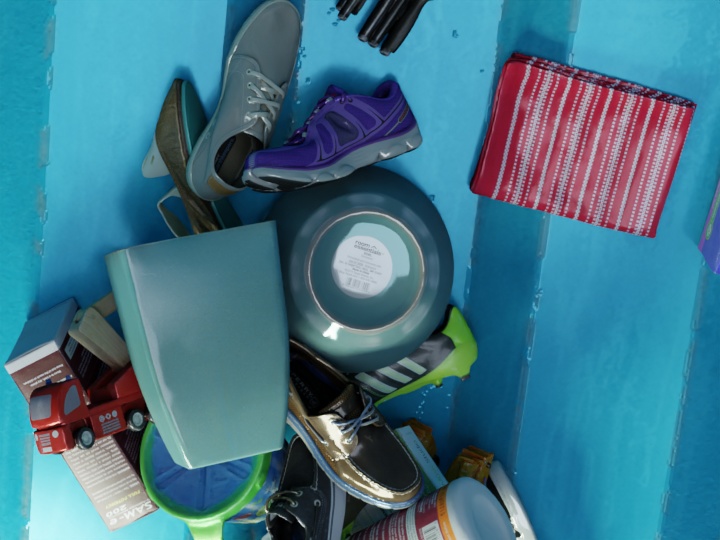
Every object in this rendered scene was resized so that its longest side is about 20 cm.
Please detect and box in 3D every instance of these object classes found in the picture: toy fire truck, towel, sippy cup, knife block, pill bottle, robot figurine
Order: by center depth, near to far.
[{"bbox_3d":[0.067,-0.292,1.628,0.198,0.064,0.178,-12,109,0],"label":"knife block"},{"bbox_3d":[-0.233,0.082,1.655,0.048,0.199,0.143,-13,92,41],"label":"toy fire truck"},{"bbox_3d":[0.043,0.285,1.671,0.199,0.110,0.110,-31,108,23],"label":"pill bottle"},{"bbox_3d":[0.215,-0.119,1.718,0.198,0.023,0.146,14,108,-8],"label":"towel"},{"bbox_3d":[-0.128,0.189,1.728,0.139,0.130,0.179,28,85,28],"label":"sippy cup"},{"bbox_3d":[0.058,0.262,1.792,0.144,0.058,0.202,21,103,23],"label":"robot figurine"}]

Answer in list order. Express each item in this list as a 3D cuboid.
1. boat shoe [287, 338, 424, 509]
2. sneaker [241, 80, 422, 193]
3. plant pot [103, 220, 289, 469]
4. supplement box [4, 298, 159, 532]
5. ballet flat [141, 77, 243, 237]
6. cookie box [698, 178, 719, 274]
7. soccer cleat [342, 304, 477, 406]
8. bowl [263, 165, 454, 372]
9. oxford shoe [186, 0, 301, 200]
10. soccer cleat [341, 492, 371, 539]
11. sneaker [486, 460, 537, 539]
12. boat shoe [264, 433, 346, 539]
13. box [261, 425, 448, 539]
[{"bbox_3d":[-0.019,0.142,1.653,0.199,0.073,0.072,39,61,16],"label":"boat shoe"},{"bbox_3d":[-0.034,-0.126,1.646,0.199,0.080,0.084,-24,99,-38],"label":"sneaker"},{"bbox_3d":[-0.139,0.070,1.593,0.140,0.141,0.203,-10,90,-14],"label":"plant pot"},{"bbox_3d":[-0.262,0.140,1.724,0.060,0.109,0.201,-26,108,11],"label":"supplement box"},{"bbox_3d":[-0.165,-0.082,1.689,0.072,0.068,0.202,-12,114,18],"label":"ballet flat"},{"bbox_3d":[0.451,-0.066,1.723,0.198,0.075,0.173,13,107,-8],"label":"cookie box"},{"bbox_3d":[0.018,0.095,1.758,0.198,0.068,0.082,-21,98,-3],"label":"soccer cleat"},{"bbox_3d":[0.000,0.000,1.671,0.198,0.105,0.204,0,92,-7],"label":"bowl"},{"bbox_3d":[-0.098,-0.156,1.638,0.075,0.058,0.202,28,82,-36],"label":"oxford shoe"},{"bbox_3d":[-0.039,0.231,1.744,0.064,0.084,0.201,18,118,-38],"label":"soccer cleat"},{"bbox_3d":[0.134,0.302,1.823,0.111,0.073,0.202,-23,110,2],"label":"sneaker"},{"bbox_3d":[-0.061,0.240,1.661,0.069,0.202,0.066,-16,152,42],"label":"boat shoe"},{"bbox_3d":[0.013,0.270,1.764,0.200,0.036,0.145,-40,77,23],"label":"box"}]
